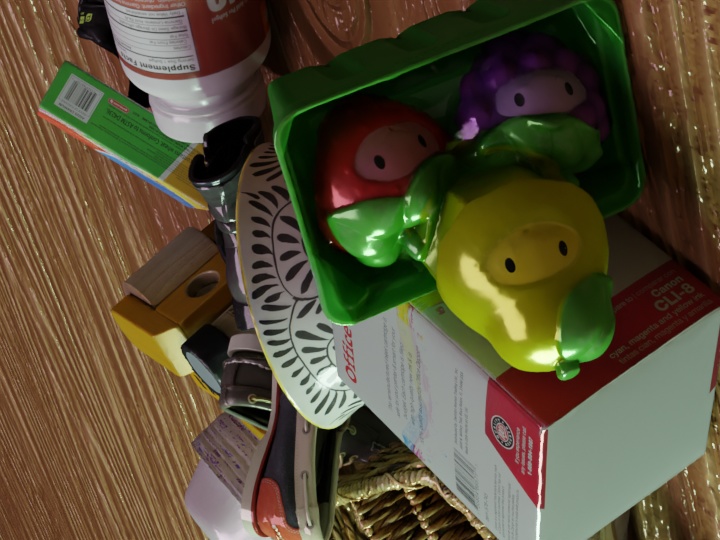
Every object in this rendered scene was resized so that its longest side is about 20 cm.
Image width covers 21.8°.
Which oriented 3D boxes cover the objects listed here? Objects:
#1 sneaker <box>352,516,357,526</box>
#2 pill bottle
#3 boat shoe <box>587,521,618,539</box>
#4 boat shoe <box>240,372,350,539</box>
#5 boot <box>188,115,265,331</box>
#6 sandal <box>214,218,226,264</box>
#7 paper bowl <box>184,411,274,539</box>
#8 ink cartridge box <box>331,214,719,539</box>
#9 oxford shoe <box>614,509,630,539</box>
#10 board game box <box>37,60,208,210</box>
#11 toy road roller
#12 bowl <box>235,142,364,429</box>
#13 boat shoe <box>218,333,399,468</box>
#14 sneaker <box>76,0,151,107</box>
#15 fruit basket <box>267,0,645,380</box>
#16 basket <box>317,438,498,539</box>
[{"bbox_3d":[0.011,0.217,1.520,0.084,0.076,0.200,62,-176,22],"label":"sneaker"},{"bbox_3d":[-0.123,-0.194,1.308,0.112,0.112,0.201,37,149,41],"label":"pill bottle"},{"bbox_3d":[0.122,0.145,1.200,0.071,0.064,0.202,-34,61,53],"label":"boat shoe"},{"bbox_3d":[-0.032,0.101,1.358,0.062,0.201,0.071,4,160,30],"label":"boat shoe"},{"bbox_3d":[-0.066,-0.053,1.341,0.200,0.069,0.133,-80,-25,-70],"label":"boot"},{"bbox_3d":[-0.045,0.013,1.456,0.200,0.075,0.045,49,166,17],"label":"sandal"},{"bbox_3d":[-0.077,0.219,1.651,0.201,0.104,0.201,48,174,6],"label":"paper bowl"},{"bbox_3d":[0.093,0.041,1.111,0.200,0.144,0.146,42,153,33],"label":"ink cartridge box"},{"bbox_3d":[0.160,0.199,1.280,0.071,0.072,0.201,51,140,45],"label":"oxford shoe"},{"bbox_3d":[-0.179,-0.104,1.472,0.152,0.040,0.200,32,177,-10],"label":"board game box"},{"bbox_3d":[-0.100,0.061,1.565,0.200,0.123,0.146,28,153,49],"label":"toy road roller"},{"bbox_3d":[0.000,0.000,1.272,0.094,0.201,0.202,-13,113,20],"label":"bowl"},{"bbox_3d":[-0.031,0.119,1.454,0.201,0.061,0.072,34,151,-33],"label":"boat shoe"},{"bbox_3d":[-0.188,-0.217,1.447,0.071,0.082,0.201,6,123,62],"label":"sneaker"},{"bbox_3d":[0.064,-0.044,0.992,0.215,0.215,0.156,30,144,48],"label":"fruit basket"},{"bbox_3d":[0.071,0.225,1.375,0.143,0.148,0.201,-4,114,64],"label":"basket"}]
